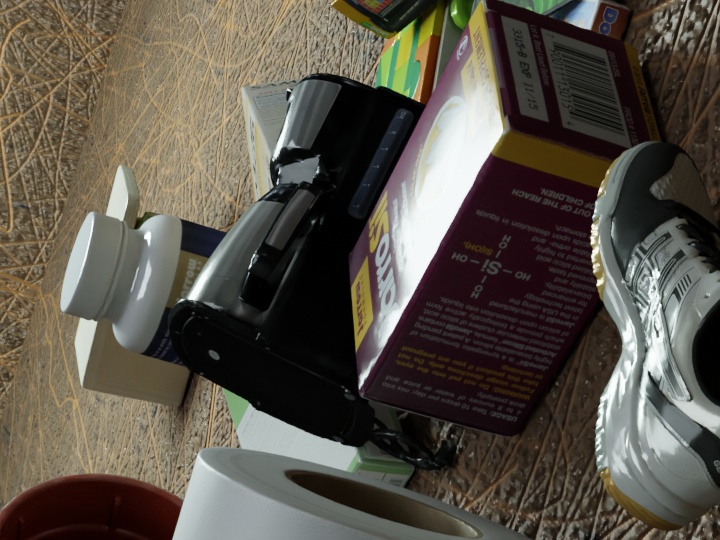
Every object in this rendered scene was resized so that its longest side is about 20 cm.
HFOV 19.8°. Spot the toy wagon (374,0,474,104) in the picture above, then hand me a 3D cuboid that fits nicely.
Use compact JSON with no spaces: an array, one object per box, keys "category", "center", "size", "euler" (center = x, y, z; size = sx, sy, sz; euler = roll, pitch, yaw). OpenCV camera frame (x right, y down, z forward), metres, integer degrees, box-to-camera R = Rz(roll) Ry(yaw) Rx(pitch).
[{"category":"toy wagon","center":[0.041,-0.109,1.471],"size":[0.155,0.039,0.201],"euler":[142,142,-64]}]

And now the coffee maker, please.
[{"category":"coffee maker","center":[0.000,0.000,1.323],"size":[0.135,0.192,0.201],"euler":[-24,34,61]}]

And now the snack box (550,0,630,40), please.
[{"category":"snack box","center":[0.111,-0.135,1.287],"size":[0.200,0.024,0.072],"euler":[-149,79,-74]}]

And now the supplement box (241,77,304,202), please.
[{"category":"supplement box","center":[-0.038,-0.058,1.541],"size":[0.200,0.073,0.127],"euler":[-115,18,-69]}]

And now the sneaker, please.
[{"category":"sneaker","center":[0.157,0.018,0.931],"size":[0.088,0.075,0.201],"euler":[-35,42,41]}]

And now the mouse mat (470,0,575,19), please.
[{"category":"mouse mat","center":[0.130,-0.239,1.270],"size":[0.161,0.008,0.201],"euler":[-27,45,45]}]

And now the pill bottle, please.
[{"category":"pill bottle","center":[-0.129,0.021,1.626],"size":[0.111,0.199,0.112],"euler":[-164,90,-74]}]

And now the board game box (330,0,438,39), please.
[{"category":"board game box","center":[0.064,-0.284,1.454],"size":[0.165,0.056,0.201],"euler":[-35,33,55]}]

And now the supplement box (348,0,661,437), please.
[{"category":"supplement box","center":[0.077,-0.028,1.155],"size":[0.131,0.103,0.201],"euler":[-96,27,-51]}]

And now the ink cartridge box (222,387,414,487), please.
[{"category":"ink cartridge box","center":[-0.034,0.106,1.425],"size":[0.146,0.048,0.201],"euler":[-62,32,37]}]

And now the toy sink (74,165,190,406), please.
[{"category":"toy sink","center":[-0.206,0.014,2.055],"size":[0.130,0.111,0.201],"euler":[-122,46,-69]}]

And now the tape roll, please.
[{"category":"tape roll","center":[-0.007,0.185,1.053],"size":[0.203,0.201,0.140],"euler":[-160,87,-74]}]

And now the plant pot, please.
[{"category":"plant pot","center":[-0.222,0.307,1.706],"size":[0.201,0.199,0.196],"euler":[-96,19,-53]}]
